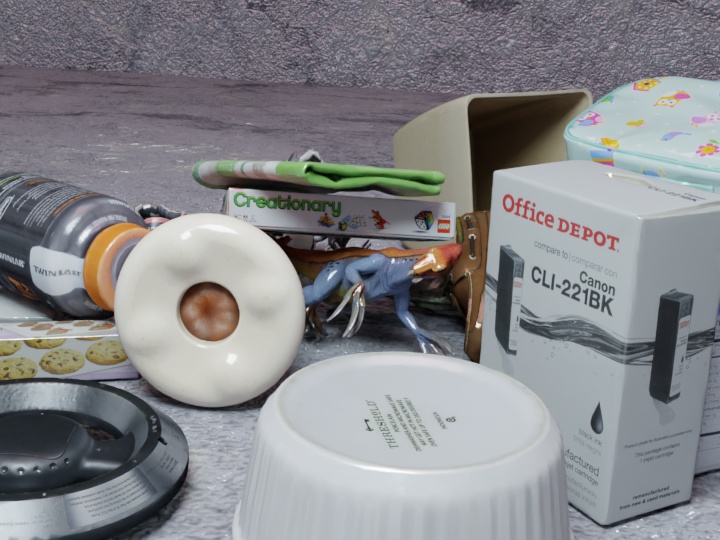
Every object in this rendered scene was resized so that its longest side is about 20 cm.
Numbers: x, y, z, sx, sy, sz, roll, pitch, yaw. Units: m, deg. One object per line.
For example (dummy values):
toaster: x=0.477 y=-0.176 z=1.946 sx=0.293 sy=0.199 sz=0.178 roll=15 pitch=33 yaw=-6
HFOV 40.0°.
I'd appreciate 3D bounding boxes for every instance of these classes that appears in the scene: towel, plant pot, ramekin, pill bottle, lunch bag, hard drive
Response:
towel: x=-0.042 y=-0.077 z=0.856 sx=0.147 sy=0.031 sz=0.199 roll=-1 pitch=6 yaw=-34
plant pot: x=0.145 y=-0.102 z=1.163 sx=0.198 sy=0.203 sz=0.176 roll=-9 pitch=10 yaw=-34
ramekin: x=0.027 y=0.119 z=0.564 sx=0.199 sy=0.096 sz=0.203 roll=3 pitch=17 yaw=-1
pill bottle: x=-0.251 y=-0.019 z=0.851 sx=0.198 sy=0.108 sz=0.105 roll=16 pitch=21 yaw=40
lunch bag: x=0.276 y=-0.096 z=0.836 sx=0.198 sy=0.078 sz=0.160 roll=18 pitch=44 yaw=40
hard drive: x=-0.342 y=0.023 z=0.935 sx=0.130 sy=0.027 sz=0.200 roll=0 pitch=17 yaw=-9

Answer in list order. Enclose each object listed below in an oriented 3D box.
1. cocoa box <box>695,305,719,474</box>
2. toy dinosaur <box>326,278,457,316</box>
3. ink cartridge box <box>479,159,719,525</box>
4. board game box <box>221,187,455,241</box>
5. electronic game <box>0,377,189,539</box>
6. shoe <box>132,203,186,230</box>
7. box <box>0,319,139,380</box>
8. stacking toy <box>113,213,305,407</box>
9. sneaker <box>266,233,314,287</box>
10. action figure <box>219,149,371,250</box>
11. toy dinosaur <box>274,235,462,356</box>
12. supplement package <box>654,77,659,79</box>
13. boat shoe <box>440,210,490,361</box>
cocoa box: x=0.227 y=0.048 z=0.762 sx=0.132 sy=0.133 sz=0.200 roll=-6 pitch=19 yaw=-26
toy dinosaur: x=0.067 y=0.019 z=0.988 sx=0.197 sy=0.048 sz=0.088 roll=0 pitch=24 yaw=3
ink cartridge box: x=0.154 y=0.039 z=0.659 sx=0.083 sy=0.203 sz=0.144 roll=-6 pitch=19 yaw=-29
board game box: x=-0.025 y=-0.048 z=0.893 sx=0.197 sy=0.035 sz=0.126 roll=3 pitch=0 yaw=-11
electronic game: x=-0.207 y=0.118 z=0.618 sx=0.197 sy=0.042 sz=0.200 roll=4 pitch=17 yaw=-1
shoe: x=-0.190 y=-0.001 z=0.922 sx=0.070 sy=0.092 sz=0.200 roll=-3 pitch=18 yaw=-18
box: x=-0.274 y=0.066 z=0.783 sx=0.197 sy=0.042 sz=0.039 roll=-1 pitch=16 yaw=-14
stacking toy: x=-0.108 y=0.014 z=0.815 sx=0.144 sy=0.149 sz=0.200 roll=3 pitch=12 yaw=3
sneaker: x=-0.101 y=-0.006 z=0.978 sx=0.073 sy=0.081 sz=0.200 roll=10 pitch=20 yaw=15
action figure: x=-0.071 y=-0.065 z=1.123 sx=0.198 sy=0.120 sz=0.102 roll=25 pitch=45 yaw=31
toy dinosaur: x=0.000 y=0.000 z=0.831 sx=0.104 sy=0.181 sz=0.202 roll=12 pitch=47 yaw=-54
supplement package: x=0.335 y=-0.060 z=0.952 sx=0.200 sy=0.157 sz=0.110 roll=40 pitch=11 yaw=35
boat shoe: x=0.105 y=0.014 z=0.912 sx=0.067 sy=0.073 sz=0.201 roll=9 pitch=33 yaw=8
